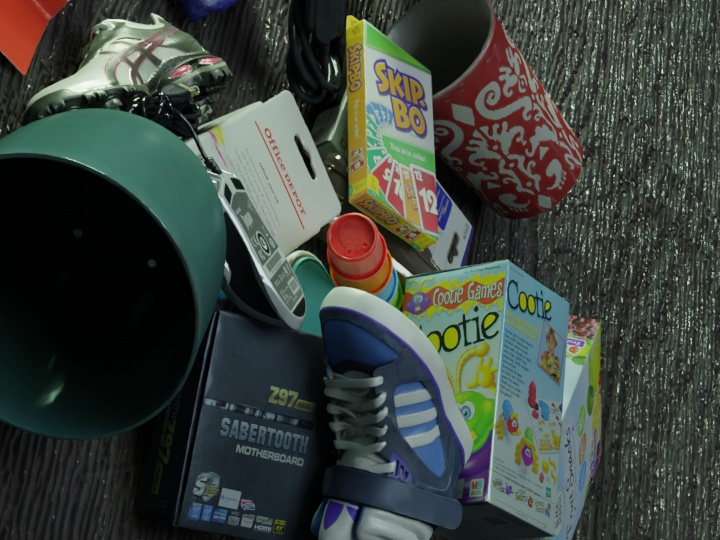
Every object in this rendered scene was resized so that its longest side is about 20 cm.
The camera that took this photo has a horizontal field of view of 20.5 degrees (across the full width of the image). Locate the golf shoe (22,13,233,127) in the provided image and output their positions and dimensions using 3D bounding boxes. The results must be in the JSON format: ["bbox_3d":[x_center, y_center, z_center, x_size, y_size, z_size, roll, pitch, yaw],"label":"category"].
[{"bbox_3d":[-0.188,-0.136,1.472,0.088,0.077,0.200,48,35,14],"label":"golf shoe"}]

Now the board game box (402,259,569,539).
[{"bbox_3d":[0.095,0.108,1.610,0.105,0.103,0.201,32,57,-47],"label":"board game box"}]

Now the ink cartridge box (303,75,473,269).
[{"bbox_3d":[0.028,-0.071,1.769,0.200,0.037,0.095,49,39,-27],"label":"ink cartridge box"}]

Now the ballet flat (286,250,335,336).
[{"bbox_3d":[-0.038,0.079,1.574,0.069,0.069,0.201,-46,121,-53],"label":"ballet flat"}]

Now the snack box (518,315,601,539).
[{"bbox_3d":[0.163,0.164,1.770,0.200,0.067,0.169,-60,152,-46],"label":"snack box"}]

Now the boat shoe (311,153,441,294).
[{"bbox_3d":[0.024,-0.025,1.699,0.200,0.072,0.060,38,73,-34],"label":"boat shoe"}]

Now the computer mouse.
[{"bbox_3d":[-0.104,-0.039,1.420,0.201,0.044,0.110,61,14,-7],"label":"computer mouse"}]

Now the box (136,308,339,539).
[{"bbox_3d":[-0.063,0.123,1.474,0.200,0.051,0.159,18,79,-43],"label":"box"}]

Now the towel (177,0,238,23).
[{"bbox_3d":[-0.139,-0.314,1.632,0.148,0.049,0.201,-36,106,-48],"label":"towel"}]

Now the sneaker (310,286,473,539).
[{"bbox_3d":[0.004,0.128,1.448,0.147,0.080,0.200,-57,133,-32],"label":"sneaker"}]

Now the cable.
[{"bbox_3d":[-0.037,-0.238,1.687,0.164,0.051,0.201,-92,-178,-53],"label":"cable"}]

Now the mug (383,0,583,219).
[{"bbox_3d":[0.119,-0.165,1.862,0.200,0.133,0.178,45,44,-39],"label":"mug"}]

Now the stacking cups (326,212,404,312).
[{"bbox_3d":[0.000,0.000,1.589,0.200,0.060,0.061,73,12,-69],"label":"stacking cups"}]

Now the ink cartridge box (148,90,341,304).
[{"bbox_3d":[-0.105,-0.054,1.537,0.200,0.068,0.116,-37,106,-54],"label":"ink cartridge box"}]

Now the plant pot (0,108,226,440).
[{"bbox_3d":[-0.179,-0.015,1.312,0.201,0.200,0.161,61,23,-17],"label":"plant pot"}]

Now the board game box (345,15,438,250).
[{"bbox_3d":[0.026,-0.123,1.685,0.095,0.030,0.201,33,41,-41],"label":"board game box"}]

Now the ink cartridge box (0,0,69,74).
[{"bbox_3d":[-0.250,-0.266,1.443,0.160,0.047,0.201,49,38,-31],"label":"ink cartridge box"}]
